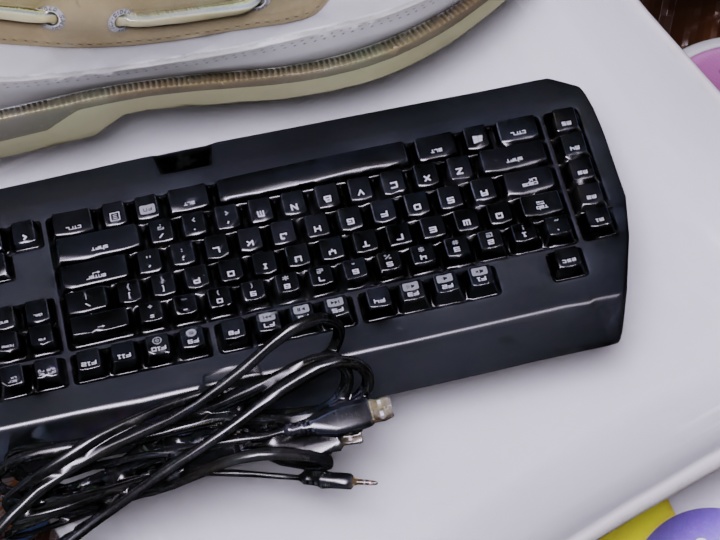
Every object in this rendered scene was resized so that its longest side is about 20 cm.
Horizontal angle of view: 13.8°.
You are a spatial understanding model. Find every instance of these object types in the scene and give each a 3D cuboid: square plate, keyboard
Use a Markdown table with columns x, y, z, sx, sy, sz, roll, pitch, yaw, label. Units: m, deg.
| x | y | z | sx | sy | sz | roll | pitch | yaw | label |
| --- | --- | --- | --- | --- | --- | --- | --- | --- | --- |
| 0.000 | 0.000 | 0.723 | 0.199 | 0.029 | 0.198 | -29 | 59 | -15 | square plate |
| -0.033 | 0.005 | 0.682 | 0.199 | 0.040 | 0.105 | -13 | 56 | -4 | keyboard |

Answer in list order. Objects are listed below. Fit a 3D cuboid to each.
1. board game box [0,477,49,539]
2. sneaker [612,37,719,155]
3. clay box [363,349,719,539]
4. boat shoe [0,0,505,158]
| x | y | z | sx | sy | sz | roll | pitch | yaw | label |
| --- | --- | --- | --- | --- | --- | --- | --- | --- | --- |
| -0.167 | 0.001 | 0.764 | 0.097 | 0.199 | 0.160 | -39 | 73 | 36 | board game box |
| 0.077 | 0.030 | 0.811 | 0.080 | 0.088 | 0.201 | 15 | 100 | -12 | sneaker |
| 0.094 | 0.081 | 0.721 | 0.198 | 0.048 | 0.116 | 3 | 70 | 6 | clay box |
| -0.036 | -0.084 | 0.722 | 0.199 | 0.069 | 0.075 | -21 | 57 | -11 | boat shoe |
